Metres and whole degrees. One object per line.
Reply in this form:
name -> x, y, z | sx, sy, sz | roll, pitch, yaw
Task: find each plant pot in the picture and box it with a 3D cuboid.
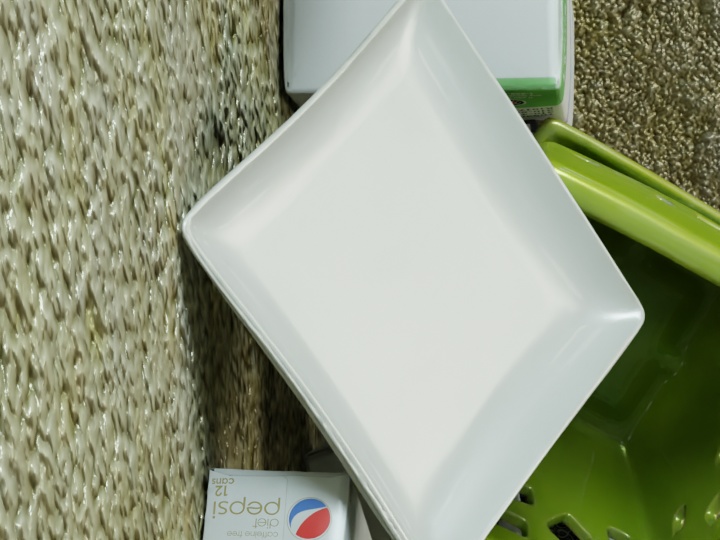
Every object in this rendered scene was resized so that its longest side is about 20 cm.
plant pot -> 0.126, 0.045, 1.192 | 0.201, 0.198, 0.182 | -59, -173, 17

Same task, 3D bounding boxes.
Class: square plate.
square plate -> 0.025, 0.004, 1.007 | 0.199, 0.028, 0.200 | 55, 50, -16

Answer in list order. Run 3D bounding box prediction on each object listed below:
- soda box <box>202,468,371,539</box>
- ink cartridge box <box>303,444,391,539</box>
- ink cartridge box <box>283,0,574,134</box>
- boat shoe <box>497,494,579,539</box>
soda box -> -0.026, 0.156, 1.050 | 0.200, 0.063, 0.068 | 74, 18, -64
ink cartridge box -> 0.034, 0.186, 1.318 | 0.200, 0.082, 0.146 | 73, 0, -67
ink cartridge box -> 0.043, -0.120, 1.255 | 0.200, 0.144, 0.085 | 39, 51, -81
boat shoe -> 0.113, 0.122, 1.360 | 0.072, 0.070, 0.202 | 136, -48, -60
